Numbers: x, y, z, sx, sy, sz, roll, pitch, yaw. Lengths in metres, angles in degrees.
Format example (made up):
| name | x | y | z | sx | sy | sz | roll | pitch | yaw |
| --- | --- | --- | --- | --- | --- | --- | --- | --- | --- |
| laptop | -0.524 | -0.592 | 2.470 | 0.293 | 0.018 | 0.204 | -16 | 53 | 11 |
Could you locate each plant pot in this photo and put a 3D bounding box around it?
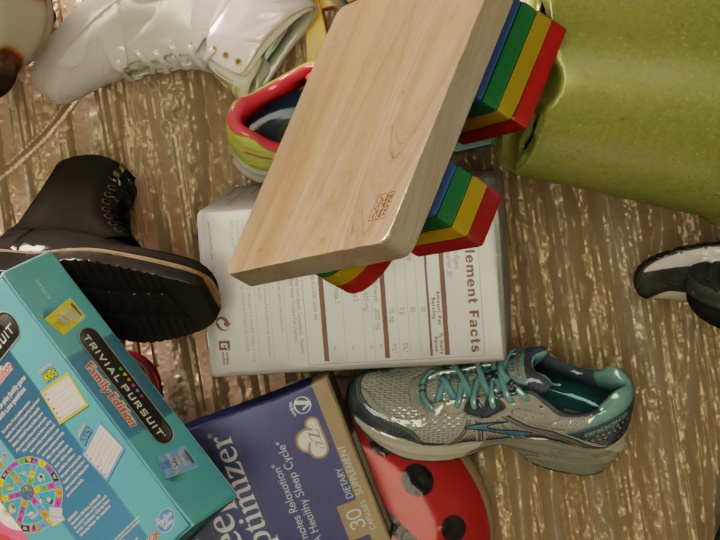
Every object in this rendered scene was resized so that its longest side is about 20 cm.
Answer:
| name | x | y | z | sx | sy | sz | roll | pitch | yaw |
| --- | --- | --- | --- | --- | --- | --- | --- | --- | --- |
| plant pot | 0.185 | -0.120 | 1.228 | 0.184 | 0.200 | 0.201 | 4 | 92 | -15 |

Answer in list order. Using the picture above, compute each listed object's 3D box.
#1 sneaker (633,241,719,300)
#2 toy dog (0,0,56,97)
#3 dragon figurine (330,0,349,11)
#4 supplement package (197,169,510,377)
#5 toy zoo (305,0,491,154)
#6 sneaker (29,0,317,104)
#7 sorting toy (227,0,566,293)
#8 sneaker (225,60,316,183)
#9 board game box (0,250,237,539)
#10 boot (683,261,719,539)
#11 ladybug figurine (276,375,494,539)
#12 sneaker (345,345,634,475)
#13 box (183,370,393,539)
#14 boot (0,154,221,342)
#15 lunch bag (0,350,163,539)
| name | x | y | z | sx | sy | sz | roll | pitch | yaw |
| --- | --- | --- | --- | --- | --- | --- | --- | --- | --- |
| sneaker | 0.287 | 0.017 | 1.311 | 0.200 | 0.074 | 0.080 | 0 | 94 | 6 |
| toy dog | -0.299 | -0.178 | 1.299 | 0.200 | 0.194 | 0.140 | 4 | 83 | 25 |
| dragon figurine | -0.056 | -0.256 | 1.311 | 0.200 | 0.059 | 0.099 | 36 | 59 | 2 |
| supplement package | 0.000 | 0.000 | 1.312 | 0.200 | 0.117 | 0.117 | -3 | 99 | 6 |
| toy zoo | 0.042 | -0.143 | 1.358 | 0.200 | 0.020 | 0.131 | -12 | 90 | 6 |
| sneaker | -0.127 | -0.155 | 1.342 | 0.200 | 0.074 | 0.116 | -37 | 76 | 5 |
| sorting toy | 0.026 | -0.079 | 1.169 | 0.070 | 0.199 | 0.200 | 30 | 70 | -25 |
| sneaker | -0.001 | -0.112 | 1.302 | 0.200 | 0.090 | 0.078 | -20 | 75 | 6 |
| board game box | -0.188 | 0.110 | 1.254 | 0.200 | 0.047 | 0.151 | 52 | 133 | 7 |
| boot | 0.273 | 0.104 | 1.288 | 0.165 | 0.066 | 0.200 | 13 | 115 | 0 |
| ladybug figurine | 0.008 | 0.157 | 1.345 | 0.200 | 0.072 | 0.136 | 36 | 95 | 4 |
| sneaker | 0.091 | 0.080 | 1.308 | 0.200 | 0.086 | 0.078 | 5 | 52 | -10 |
| box | -0.092 | 0.157 | 1.298 | 0.200 | 0.032 | 0.121 | -20 | 97 | 8 |
| boot | -0.163 | -0.028 | 1.301 | 0.200 | 0.138 | 0.078 | 6 | 136 | 27 |
| lunch bag | -0.238 | 0.123 | 1.363 | 0.200 | 0.082 | 0.176 | -4 | 93 | 3 |
